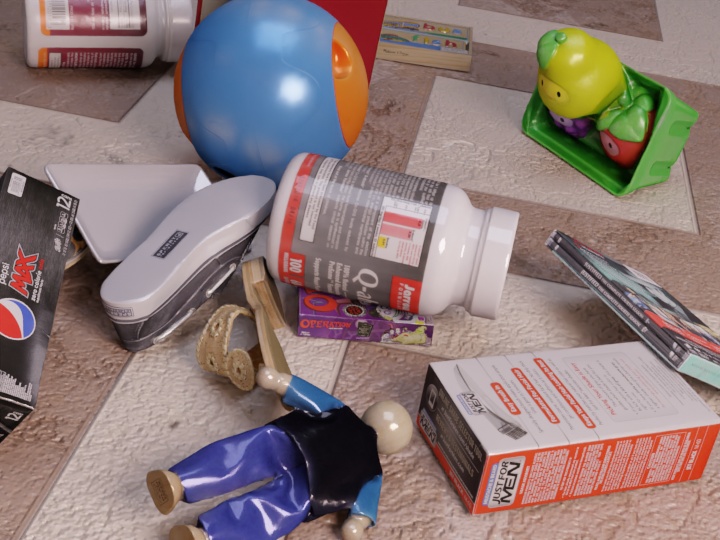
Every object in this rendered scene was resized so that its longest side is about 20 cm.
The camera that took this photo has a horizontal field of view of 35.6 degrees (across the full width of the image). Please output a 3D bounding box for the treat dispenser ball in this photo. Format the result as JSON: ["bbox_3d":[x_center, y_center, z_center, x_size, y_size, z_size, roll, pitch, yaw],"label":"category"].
[{"bbox_3d":[-0.092,-0.183,1.156,0.200,0.201,0.201,6,31,-4],"label":"treat dispenser ball"}]

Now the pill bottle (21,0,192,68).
[{"bbox_3d":[-0.316,-0.310,1.396,0.200,0.114,0.114,-3,33,-19],"label":"pill bottle"}]

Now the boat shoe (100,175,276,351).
[{"bbox_3d":[-0.138,-0.007,0.958,0.072,0.068,0.200,15,45,28],"label":"boat shoe"}]

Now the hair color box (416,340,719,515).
[{"bbox_3d":[0.157,0.116,0.858,0.200,0.064,0.111,-3,32,-21],"label":"hair color box"}]

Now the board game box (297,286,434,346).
[{"bbox_3d":[0.000,0.000,1.048,0.120,0.032,0.200,1,32,-4],"label":"board game box"}]

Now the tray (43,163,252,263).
[{"bbox_3d":[-0.191,-0.050,1.015,0.200,0.022,0.107,-8,60,-56],"label":"tray"}]

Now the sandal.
[{"bbox_3d":[-0.098,0.059,0.904,0.070,0.078,0.212,-20,27,2],"label":"sandal"}]

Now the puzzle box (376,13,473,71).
[{"bbox_3d":[0.063,-0.335,1.616,0.200,0.025,0.133,9,30,1],"label":"puzzle box"}]

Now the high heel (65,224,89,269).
[{"bbox_3d":[-0.304,-0.048,0.944,0.143,0.071,0.200,52,39,-11],"label":"high heel"}]

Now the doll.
[{"bbox_3d":[-0.044,0.130,0.774,0.200,0.048,0.137,-16,71,-34],"label":"doll"}]

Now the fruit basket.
[{"bbox_3d":[0.266,-0.196,1.306,0.215,0.156,0.216,19,22,-8],"label":"fruit basket"}]

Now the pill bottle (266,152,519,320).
[{"bbox_3d":[0.029,-0.026,0.960,0.200,0.116,0.116,13,31,7],"label":"pill bottle"}]

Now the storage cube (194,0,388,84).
[{"bbox_3d":[-0.088,-0.323,1.398,0.179,0.200,0.171,-4,32,-31],"label":"storage cube"}]

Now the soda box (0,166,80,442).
[{"bbox_3d":[-0.265,0.024,0.827,0.063,0.071,0.200,27,43,-28],"label":"soda box"}]

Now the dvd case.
[{"bbox_3d":[0.265,0.041,0.989,0.146,0.022,0.200,22,21,-38],"label":"dvd case"}]
